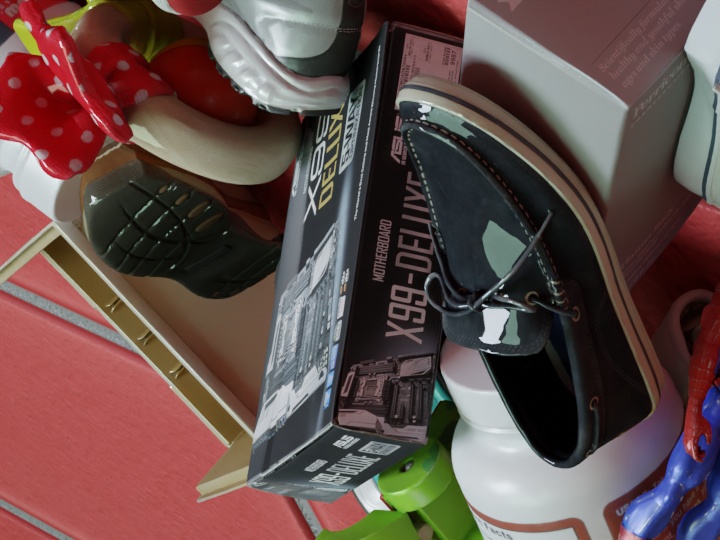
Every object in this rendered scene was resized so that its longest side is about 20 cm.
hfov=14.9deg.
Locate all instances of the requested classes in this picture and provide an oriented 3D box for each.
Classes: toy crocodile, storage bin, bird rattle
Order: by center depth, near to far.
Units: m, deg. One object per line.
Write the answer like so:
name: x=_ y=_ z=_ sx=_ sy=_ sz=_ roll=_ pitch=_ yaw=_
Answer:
toy crocodile: x=0.057 y=0.083 z=1.365 sx=0.062 sy=0.200 sz=0.068 roll=11 pitch=147 yaw=54
bird rattle: x=-0.101 y=-0.100 z=1.385 sx=0.163 sy=0.113 sz=0.200 roll=25 pitch=-164 yaw=-11
storage bin: x=-0.116 y=0.033 z=1.708 sx=0.200 sy=0.094 sz=0.198 roll=46 pitch=157 yaw=-6

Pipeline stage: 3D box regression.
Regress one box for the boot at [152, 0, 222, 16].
boot: x=-0.024 y=-0.162 z=1.209 sx=0.144 sy=0.072 sz=0.200 roll=35 pitch=140 yaw=14

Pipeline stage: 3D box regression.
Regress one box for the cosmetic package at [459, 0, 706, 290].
cosmetic package: x=0.099 y=-0.070 z=1.154 sx=0.090 sy=0.107 sz=0.200 roll=36 pitch=158 yaw=14

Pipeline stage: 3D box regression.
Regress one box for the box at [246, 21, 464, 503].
box: x=0.000 y=0.000 z=1.334 sx=0.050 sy=0.201 sz=0.158 roll=13 pitch=163 yaw=-14

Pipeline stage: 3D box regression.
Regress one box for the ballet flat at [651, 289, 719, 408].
ballet flat: x=0.213 y=0.074 z=1.274 sx=0.200 sy=0.069 sz=0.070 roll=35 pitch=156 yaw=28

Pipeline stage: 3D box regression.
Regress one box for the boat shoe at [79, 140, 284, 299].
boat shoe: x=-0.106 y=-0.040 z=1.525 sx=0.074 sy=0.075 sz=0.200 roll=66 pitch=-169 yaw=20

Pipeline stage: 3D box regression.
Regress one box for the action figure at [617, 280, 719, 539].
action figure: x=0.164 y=0.071 z=1.217 sx=0.065 sy=0.201 sz=0.052 roll=16 pitch=-170 yaw=-25

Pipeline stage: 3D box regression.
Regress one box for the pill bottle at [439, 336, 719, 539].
pill bottle: x=0.110 y=0.107 z=1.296 sx=0.112 sy=0.112 sz=0.200 roll=16 pitch=138 yaw=48

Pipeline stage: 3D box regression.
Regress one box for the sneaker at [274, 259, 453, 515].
sneaker: x=0.025 y=0.032 z=1.493 sx=0.121 sy=0.083 sz=0.200 roll=-49 pitch=48 yaw=31

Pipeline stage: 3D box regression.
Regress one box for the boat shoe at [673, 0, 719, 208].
boat shoe: x=0.175 y=-0.065 z=1.075 sx=0.086 sy=0.075 sz=0.202 roll=37 pitch=158 yaw=17

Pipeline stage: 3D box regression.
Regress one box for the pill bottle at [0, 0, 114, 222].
pill bottle: x=-0.219 y=-0.123 z=1.577 sx=0.200 sy=0.120 sz=0.120 roll=38 pitch=157 yaw=12

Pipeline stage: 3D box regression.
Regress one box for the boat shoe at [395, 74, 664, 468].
boat shoe: x=0.064 y=0.004 z=1.129 sx=0.074 sy=0.062 sz=0.200 roll=18 pitch=146 yaw=46

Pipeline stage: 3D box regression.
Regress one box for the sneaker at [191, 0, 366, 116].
sneaker: x=-0.065 y=-0.156 z=1.345 sx=0.200 sy=0.074 sz=0.080 roll=41 pitch=120 yaw=31
